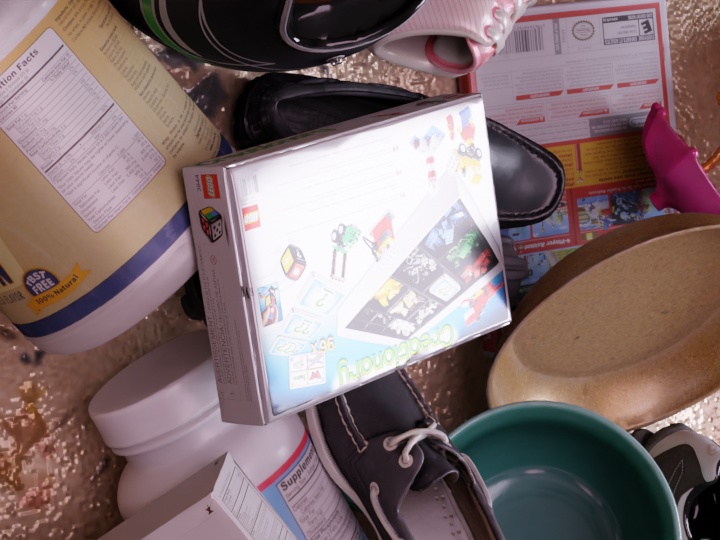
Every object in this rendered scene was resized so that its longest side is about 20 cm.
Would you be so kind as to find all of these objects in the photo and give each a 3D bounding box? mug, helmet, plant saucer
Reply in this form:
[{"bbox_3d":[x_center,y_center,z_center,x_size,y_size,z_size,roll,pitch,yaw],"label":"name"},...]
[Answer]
[{"bbox_3d":[0.091,0.144,1.222,0.152,0.114,0.185,-38,79,-4],"label":"mug"},{"bbox_3d":[-0.056,-0.194,1.096,0.201,0.199,0.191,-56,154,-13],"label":"helmet"},{"bbox_3d":[0.159,0.026,1.246,0.198,0.201,0.036,-4,52,-26],"label":"plant saucer"}]

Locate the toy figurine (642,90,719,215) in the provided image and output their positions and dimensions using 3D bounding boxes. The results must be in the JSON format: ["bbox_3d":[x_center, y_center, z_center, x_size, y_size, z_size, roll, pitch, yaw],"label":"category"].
[{"bbox_3d":[0.244,-0.103,1.258,0.198,0.150,0.186,17,96,15],"label":"toy figurine"}]

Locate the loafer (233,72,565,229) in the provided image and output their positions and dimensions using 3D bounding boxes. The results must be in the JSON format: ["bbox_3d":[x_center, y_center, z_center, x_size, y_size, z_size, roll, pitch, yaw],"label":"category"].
[{"bbox_3d":[0.027,-0.064,1.202,0.199,0.070,0.069,14,87,-20],"label":"loafer"}]

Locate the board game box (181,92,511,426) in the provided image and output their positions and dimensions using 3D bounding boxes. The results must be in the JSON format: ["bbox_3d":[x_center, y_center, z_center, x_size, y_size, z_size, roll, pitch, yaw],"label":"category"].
[{"bbox_3d":[-0.001,-0.010,1.100,0.199,0.034,0.128,-19,105,-47],"label":"board game box"}]

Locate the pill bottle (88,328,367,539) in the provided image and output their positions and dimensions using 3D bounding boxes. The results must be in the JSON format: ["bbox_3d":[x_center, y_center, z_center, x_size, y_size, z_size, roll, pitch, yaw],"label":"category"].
[{"bbox_3d":[-0.061,0.137,1.156,0.108,0.109,0.201,-35,106,-21],"label":"pill bottle"}]

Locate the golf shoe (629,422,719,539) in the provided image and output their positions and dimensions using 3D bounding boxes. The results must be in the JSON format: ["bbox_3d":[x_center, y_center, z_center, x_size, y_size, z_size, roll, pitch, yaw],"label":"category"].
[{"bbox_3d":[0.205,0.193,1.301,0.077,0.094,0.202,-19,102,-25],"label":"golf shoe"}]

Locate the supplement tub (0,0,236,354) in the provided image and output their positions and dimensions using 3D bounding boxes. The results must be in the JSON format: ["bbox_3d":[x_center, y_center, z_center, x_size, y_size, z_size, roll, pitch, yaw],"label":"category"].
[{"bbox_3d":[-0.166,-0.074,1.073,0.144,0.144,0.200,-47,110,-17],"label":"supplement tub"}]

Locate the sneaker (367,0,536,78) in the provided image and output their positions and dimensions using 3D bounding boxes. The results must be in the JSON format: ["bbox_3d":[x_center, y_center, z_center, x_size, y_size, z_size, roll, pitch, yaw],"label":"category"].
[{"bbox_3d":[0.082,-0.160,1.218,0.198,0.075,0.106,-6,72,-19],"label":"sneaker"}]

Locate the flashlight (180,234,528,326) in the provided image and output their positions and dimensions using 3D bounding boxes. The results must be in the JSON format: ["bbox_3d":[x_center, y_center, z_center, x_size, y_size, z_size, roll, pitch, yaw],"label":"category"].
[{"bbox_3d":[0.000,0.000,1.184,0.198,0.068,0.068,2,127,-32],"label":"flashlight"}]

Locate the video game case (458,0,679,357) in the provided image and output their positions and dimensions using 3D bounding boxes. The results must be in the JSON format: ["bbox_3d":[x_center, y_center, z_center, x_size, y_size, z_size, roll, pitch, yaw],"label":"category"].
[{"bbox_3d":[0.128,-0.058,1.292,0.142,0.017,0.202,-8,96,-26],"label":"video game case"}]

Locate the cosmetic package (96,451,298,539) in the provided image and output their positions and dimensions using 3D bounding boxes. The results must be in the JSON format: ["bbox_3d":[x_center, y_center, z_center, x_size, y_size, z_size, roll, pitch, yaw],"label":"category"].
[{"bbox_3d":[-0.122,0.182,1.095,0.199,0.051,0.083,-35,101,18],"label":"cosmetic package"}]

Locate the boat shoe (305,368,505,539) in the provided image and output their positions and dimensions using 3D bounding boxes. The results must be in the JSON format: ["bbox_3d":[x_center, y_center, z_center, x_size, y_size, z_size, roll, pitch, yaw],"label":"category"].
[{"bbox_3d":[0.031,0.116,1.130,0.073,0.060,0.202,-13,77,-31],"label":"boat shoe"}]
